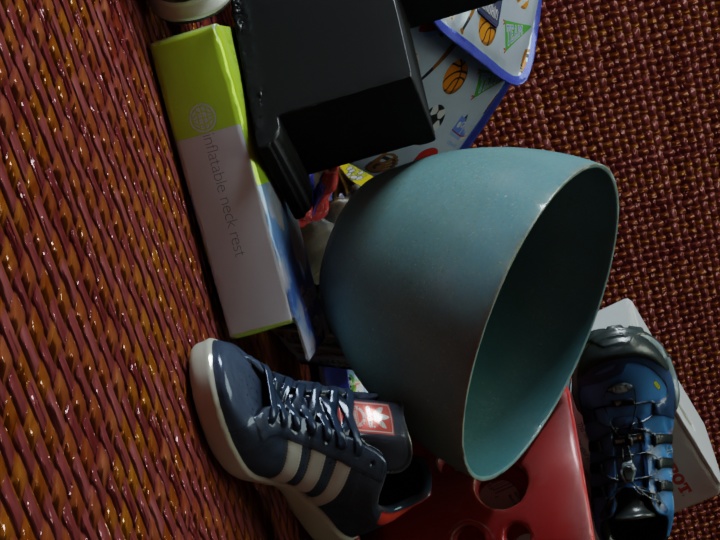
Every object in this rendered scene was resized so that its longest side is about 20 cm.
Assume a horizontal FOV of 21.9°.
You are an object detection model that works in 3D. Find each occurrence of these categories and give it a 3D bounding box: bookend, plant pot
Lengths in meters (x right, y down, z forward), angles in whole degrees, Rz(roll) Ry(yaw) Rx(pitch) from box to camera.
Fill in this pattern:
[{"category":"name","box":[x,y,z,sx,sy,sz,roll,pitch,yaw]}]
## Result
[{"category":"bookend","box":[0.025,-0.163,1.130,0.092,0.198,0.201,62,14,-61]},{"category":"plant pot","box":[0.071,0.187,1.255,0.200,0.180,0.203,-8,90,-83]},{"category":"plant pot","box":[0.054,0.008,1.133,0.200,0.134,0.202,-46,149,-39]}]

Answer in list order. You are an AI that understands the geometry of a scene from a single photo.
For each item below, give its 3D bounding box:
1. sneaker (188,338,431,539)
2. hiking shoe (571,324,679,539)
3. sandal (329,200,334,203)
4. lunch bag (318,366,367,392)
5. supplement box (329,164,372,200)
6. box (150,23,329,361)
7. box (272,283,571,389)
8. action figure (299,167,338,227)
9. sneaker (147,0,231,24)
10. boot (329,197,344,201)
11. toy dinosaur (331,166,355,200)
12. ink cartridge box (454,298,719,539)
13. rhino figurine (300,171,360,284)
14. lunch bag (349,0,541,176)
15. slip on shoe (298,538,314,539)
[{"category":"sneaker","box":[-0.022,0.086,1.037,0.200,0.084,0.076,46,30,-53]},{"category":"hiking shoe","box":[0.190,0.127,1.274,0.087,0.073,0.201,-94,172,-52]},{"category":"sandal","box":[0.001,0.017,1.437,0.055,0.081,0.200,55,-4,34]},{"category":"lunch bag","box":[0.020,0.136,1.444,0.200,0.093,0.152,37,42,-66]},{"category":"supplement box","box":[0.042,-0.008,1.751,0.109,0.108,0.202,-93,168,-56]},{"category":"box","box":[-0.070,-0.046,1.128,0.122,0.047,0.202,-50,126,-82]},{"category":"box","box":[0.044,0.047,1.279,0.110,0.198,0.035,58,39,-71]},{"category":"action figure","box":[-0.043,-0.096,1.228,0.099,0.064,0.202,-94,-170,-78]},{"category":"sneaker","box":[-0.110,-0.255,1.082,0.116,0.075,0.202,70,12,-56]},{"category":"boot","box":[0.046,0.011,1.576,0.199,0.075,0.107,38,-6,2]},{"category":"toy dinosaur","box":[-0.041,-0.104,1.441,0.201,0.060,0.107,-91,165,-63]},{"category":"ink cartridge box","box":[0.148,0.131,1.386,0.147,0.198,0.083,56,19,-28]},{"category":"rhino figurine","box":[0.000,0.000,1.357,0.060,0.088,0.200,41,-2,43]},{"category":"lunch bag","box":[0.037,-0.170,1.350,0.124,0.201,0.170,41,9,34]},{"category":"slip on shoe","box":[-0.020,0.196,1.033,0.200,0.060,0.077,-35,112,-83]}]
